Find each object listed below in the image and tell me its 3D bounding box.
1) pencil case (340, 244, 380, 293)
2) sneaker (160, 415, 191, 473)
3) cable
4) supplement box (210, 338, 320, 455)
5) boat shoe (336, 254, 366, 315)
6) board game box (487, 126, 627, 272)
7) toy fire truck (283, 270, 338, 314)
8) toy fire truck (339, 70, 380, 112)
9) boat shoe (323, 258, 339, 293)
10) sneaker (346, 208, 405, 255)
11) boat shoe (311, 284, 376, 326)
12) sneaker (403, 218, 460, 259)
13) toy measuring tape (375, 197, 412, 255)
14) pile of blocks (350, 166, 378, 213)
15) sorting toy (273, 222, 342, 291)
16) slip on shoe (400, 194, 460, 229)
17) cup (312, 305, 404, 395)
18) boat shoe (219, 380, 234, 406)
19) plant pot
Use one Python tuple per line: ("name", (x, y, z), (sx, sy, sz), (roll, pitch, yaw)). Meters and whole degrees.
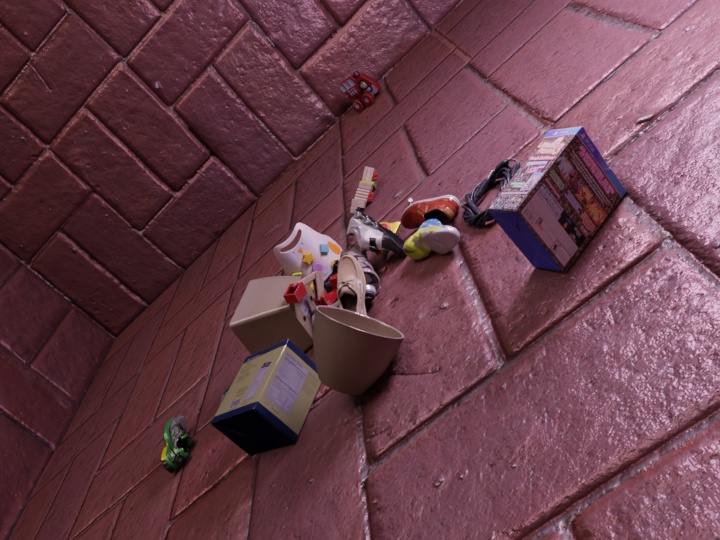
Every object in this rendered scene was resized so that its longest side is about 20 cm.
("pencil case", (0.000, 0.000, 1.764), (0.201, 0.087, 0.079), (-114, 42, -64))
("sneaker", (-0.528, 0.499, 1.930), (0.084, 0.078, 0.201), (-35, 31, 8))
("cable", (0.300, -0.179, 1.553), (0.162, 0.051, 0.202), (-27, 29, 43))
("supplement box", (-0.220, 0.305, 1.573), (0.198, 0.134, 0.202), (-26, 29, 43))
("boat shoe", (-0.026, 0.052, 1.611), (0.070, 0.065, 0.205), (-12, 69, 15))
("board game box", (0.358, -0.129, 1.195), (0.201, 0.160, 0.096), (-49, 21, -10))
("toy fire truck", (-0.107, 0.054, 1.757), (0.048, 0.143, 0.201), (-10, 30, 42))
("toy fire truck", (-0.001, -0.910, 3.292), (0.198, 0.168, 0.113), (-19, 33, 51))
("boat shoe", (-0.050, -0.008, 1.906), (0.072, 0.063, 0.202), (-22, 32, 47))
("sneaker", (0.043, -0.078, 1.767), (0.199, 0.074, 0.090), (37, 104, 30))
("boat shoe", (-0.037, 0.112, 1.677), (0.198, 0.072, 0.072), (-34, 48, 20))
("sneaker", (0.182, -0.095, 1.596), (0.198, 0.076, 0.106), (-15, 36, 56))
("toy measuring tape", (0.081, -0.130, 1.849), (0.073, 0.073, 0.203), (-12, 45, 55))
("pile of blocks", (0.024, -0.266, 2.258), (0.061, 0.083, 0.204), (12, 61, 15))
("sorting toy", (-0.174, -0.046, 2.052), (0.200, 0.180, 0.107), (-47, 21, -1))
("slip on shoe", (0.173, -0.142, 1.712), (0.198, 0.074, 0.062), (-13, 40, 48))
("cup", (-0.022, 0.175, 1.385), (0.147, 0.196, 0.200), (-72, 21, 5))
("boat shoe", (-0.332, 0.317, 1.856), (0.090, 0.071, 0.203), (-16, 38, 46))
("plant pot", (-0.212, 0.133, 1.816), (0.174, 0.202, 0.202), (-20, 30, 25))
